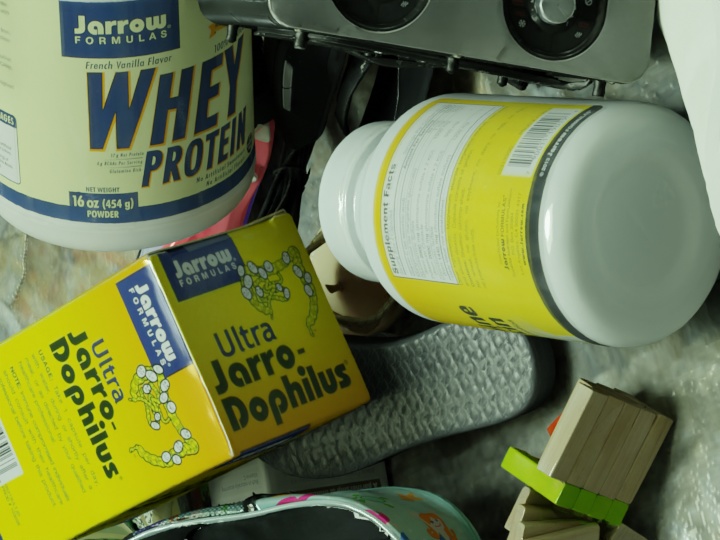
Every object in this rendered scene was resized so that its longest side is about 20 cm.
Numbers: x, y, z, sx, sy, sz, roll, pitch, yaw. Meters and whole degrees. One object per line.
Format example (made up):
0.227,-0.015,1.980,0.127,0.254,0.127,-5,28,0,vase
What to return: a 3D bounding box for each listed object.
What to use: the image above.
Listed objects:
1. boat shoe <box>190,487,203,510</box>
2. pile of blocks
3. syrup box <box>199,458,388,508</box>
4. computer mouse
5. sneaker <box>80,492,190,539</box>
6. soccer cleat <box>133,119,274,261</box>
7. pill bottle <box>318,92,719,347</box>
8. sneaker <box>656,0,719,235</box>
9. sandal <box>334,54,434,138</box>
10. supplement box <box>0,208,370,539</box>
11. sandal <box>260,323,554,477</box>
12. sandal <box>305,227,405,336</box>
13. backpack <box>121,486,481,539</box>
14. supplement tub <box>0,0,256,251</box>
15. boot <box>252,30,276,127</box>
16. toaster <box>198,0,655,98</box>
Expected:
-0.070,0.132,1.677,0.076,0.071,0.201,-48,55,36,boat shoe
0.091,0.139,1.403,0.062,0.082,0.201,31,121,51,pile of blocks
-0.031,0.158,1.601,0.079,0.081,0.202,-20,77,58,syrup box
-0.038,-0.086,1.505,0.200,0.046,0.141,109,175,-61,computer mouse
-0.153,0.132,1.661,0.200,0.088,0.077,148,119,-65,sneaker
-0.099,-0.027,1.690,0.077,0.066,0.201,-103,30,-61,soccer cleat
0.070,-0.027,1.370,0.199,0.111,0.113,7,101,53,pill bottle
0.172,-0.086,1.265,0.085,0.072,0.202,163,102,-75,sneaker
0.017,-0.125,1.490,0.076,0.043,0.201,-105,28,-65,sandal
-0.112,0.064,1.489,0.200,0.109,0.110,-29,84,42,supplement box
0.016,0.063,1.502,0.199,0.043,0.077,-8,95,33,sandal
-0.001,-0.006,1.536,0.211,0.069,0.078,-13,84,58,sandal
-0.017,0.196,1.453,0.199,0.150,0.179,-18,80,36,backpack
-0.125,-0.127,1.447,0.145,0.144,0.201,41,140,47,supplement tub
-0.151,-0.139,1.568,0.077,0.199,0.169,-97,-10,-59,boot
0.030,-0.151,1.332,0.200,0.180,0.120,-160,79,-75,toaster
